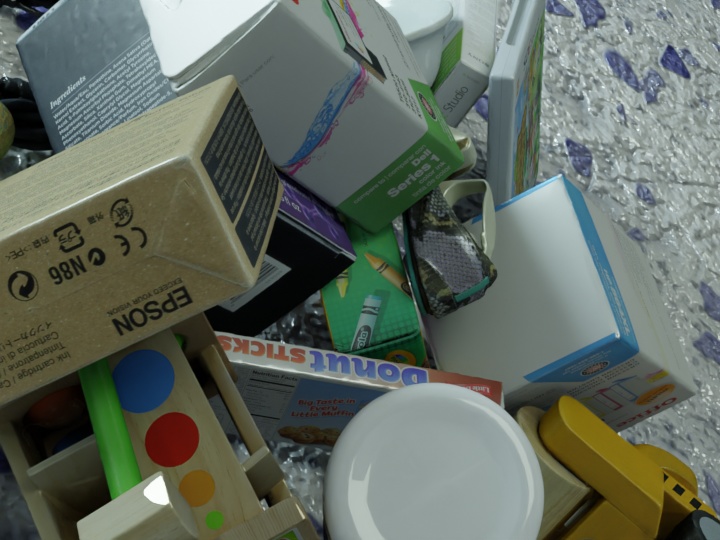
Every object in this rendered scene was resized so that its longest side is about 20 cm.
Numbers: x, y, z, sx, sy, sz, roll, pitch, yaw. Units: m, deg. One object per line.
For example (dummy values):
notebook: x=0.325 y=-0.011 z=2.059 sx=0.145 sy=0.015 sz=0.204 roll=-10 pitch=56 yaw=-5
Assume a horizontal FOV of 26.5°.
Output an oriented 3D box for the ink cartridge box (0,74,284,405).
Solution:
ink cartridge box: x=-0.144 y=-0.010 z=0.766 sx=0.076 sy=0.198 sz=0.165 roll=63 pitch=11 yaw=-16

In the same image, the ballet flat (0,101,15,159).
ballet flat: x=-0.298 y=-0.098 z=0.908 sx=0.198 sy=0.071 sz=0.071 roll=16 pitch=44 yaw=-27

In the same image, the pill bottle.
pill bottle: x=0.035 y=0.141 z=0.861 sx=0.114 sy=0.200 sz=0.117 roll=1 pitch=72 yaw=-2

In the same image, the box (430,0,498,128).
box: x=0.060 y=-0.171 z=1.245 sx=0.036 sy=0.145 sz=0.201 roll=27 pitch=40 yaw=-15

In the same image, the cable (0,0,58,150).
cable: x=-0.231 y=-0.153 z=1.040 sx=0.199 sy=0.051 sz=0.164 roll=30 pitch=39 yaw=-17

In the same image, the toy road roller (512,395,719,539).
toy road roller: x=0.161 y=0.166 z=1.036 sx=0.199 sy=0.123 sz=0.146 roll=38 pitch=22 yaw=-6

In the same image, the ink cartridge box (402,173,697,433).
ink cartridge box: x=0.142 y=0.043 z=1.077 sx=0.199 sy=0.128 sz=0.127 roll=30 pitch=38 yaw=-56

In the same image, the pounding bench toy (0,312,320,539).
pounding bench toy: x=-0.111 y=0.092 z=0.763 sx=0.123 sy=0.200 sz=0.157 roll=-28 pitch=67 yaw=-6

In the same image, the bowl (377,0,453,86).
bowl: x=-0.023 y=-0.147 z=1.157 sx=0.198 sy=0.092 sz=0.202 roll=-6 pitch=21 yaw=2

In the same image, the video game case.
video game case: x=0.124 y=-0.110 z=1.219 sx=0.022 sy=0.202 sz=0.183 roll=7 pitch=37 yaw=11

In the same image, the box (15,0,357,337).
box: x=-0.110 y=-0.076 z=0.957 sx=0.148 sy=0.104 sz=0.202 roll=30 pitch=30 yaw=-56

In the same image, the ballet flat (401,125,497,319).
ballet flat: x=0.050 y=-0.055 z=1.014 sx=0.071 sy=0.072 sz=0.202 roll=16 pitch=41 yaw=-31

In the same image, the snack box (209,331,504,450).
snack box: x=-0.014 y=0.083 z=0.950 sx=0.197 sy=0.072 sz=0.025 roll=11 pitch=46 yaw=-15

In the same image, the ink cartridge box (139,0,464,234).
ink cartridge box: x=-0.040 y=-0.135 z=0.933 sx=0.199 sy=0.084 sz=0.146 roll=34 pitch=26 yaw=-47

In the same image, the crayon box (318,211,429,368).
crayon box: x=0.000 y=0.000 z=1.039 sx=0.057 sy=0.119 sz=0.202 roll=-15 pitch=54 yaw=0
